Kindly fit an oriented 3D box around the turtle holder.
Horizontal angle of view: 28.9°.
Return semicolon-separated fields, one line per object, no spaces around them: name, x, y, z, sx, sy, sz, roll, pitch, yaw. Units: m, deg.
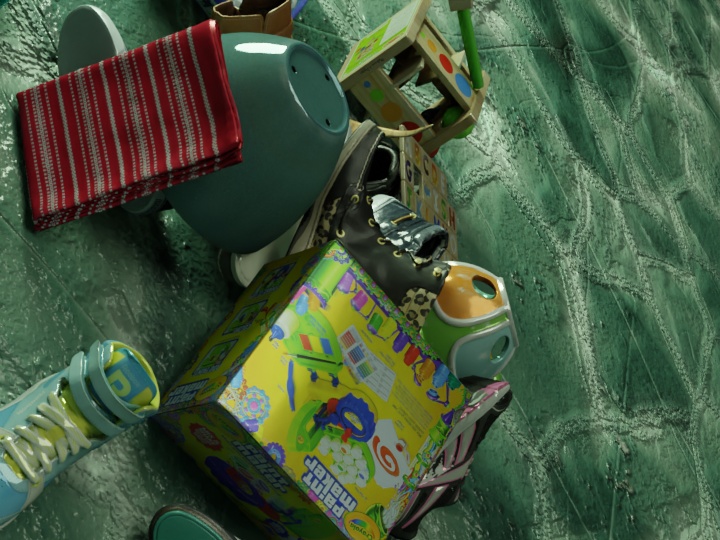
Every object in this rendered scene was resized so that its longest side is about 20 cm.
turtle holder;0.103;0.078;1.497;0.141;0.130;0.188;-94;168;-68

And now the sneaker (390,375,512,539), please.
sneaker;0.079;0.189;1.406;0.199;0.080;0.087;-39;116;-18

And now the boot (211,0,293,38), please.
boot;-0.086;-0.215;1.435;0.198;0.157;0.076;-19;40;-36

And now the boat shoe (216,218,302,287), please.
boat shoe;-0.099;-0.039;1.391;0.202;0.059;0.073;-52;139;-57

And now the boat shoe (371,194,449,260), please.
boat shoe;0.000;0.000;1.398;0.200;0.090;0.071;-43;143;-30

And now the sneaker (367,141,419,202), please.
sneaker;0.023;-0.100;1.597;0.199;0.083;0.078;5;60;-54

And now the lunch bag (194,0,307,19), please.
lunch bag;-0.138;-0.336;1.517;0.170;0.127;0.201;49;23;-19

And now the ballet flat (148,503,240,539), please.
ballet flat;-0.099;0.266;1.139;0.200;0.073;0.073;50;32;-6

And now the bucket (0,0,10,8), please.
bucket;-0.342;-0.328;1.201;0.206;0.134;0.209;35;39;-34

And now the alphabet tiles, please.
alphabet tiles;0.083;-0.056;1.642;0.200;0.007;0.170;39;46;-63

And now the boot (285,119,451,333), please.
boot;0.017;-0.028;1.341;0.149;0.073;0.202;26;76;2

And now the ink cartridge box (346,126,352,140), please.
ink cartridge box;-0.016;-0.051;1.496;0.095;0.037;0.202;-79;161;-48

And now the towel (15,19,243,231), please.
towel;-0.199;-0.126;1.190;0.023;0.198;0.146;54;20;-61

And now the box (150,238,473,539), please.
box;-0.039;0.119;1.224;0.200;0.121;0.193;49;56;-18

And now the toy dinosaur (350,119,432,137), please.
toy dinosaur;-0.021;-0.159;1.559;0.106;0.197;0.061;-87;-177;-70

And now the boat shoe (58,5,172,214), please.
boat shoe;-0.212;-0.146;1.300;0.091;0.070;0.203;-6;74;-63

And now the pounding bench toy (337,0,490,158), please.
pounding bench toy;0.097;-0.243;1.713;0.156;0.199;0.125;48;33;-18

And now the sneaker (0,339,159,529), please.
sneaker;-0.222;0.113;1.014;0.080;0.130;0.200;55;32;-10

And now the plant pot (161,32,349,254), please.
plant pot;-0.088;-0.134;1.264;0.200;0.134;0.202;40;37;-38
